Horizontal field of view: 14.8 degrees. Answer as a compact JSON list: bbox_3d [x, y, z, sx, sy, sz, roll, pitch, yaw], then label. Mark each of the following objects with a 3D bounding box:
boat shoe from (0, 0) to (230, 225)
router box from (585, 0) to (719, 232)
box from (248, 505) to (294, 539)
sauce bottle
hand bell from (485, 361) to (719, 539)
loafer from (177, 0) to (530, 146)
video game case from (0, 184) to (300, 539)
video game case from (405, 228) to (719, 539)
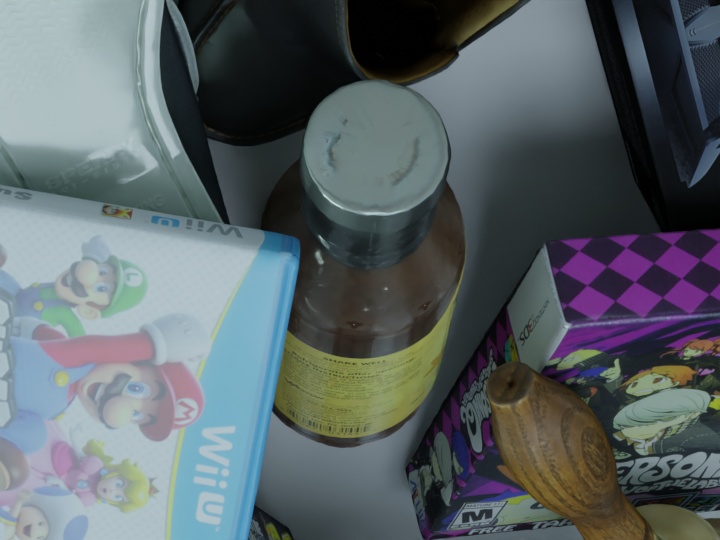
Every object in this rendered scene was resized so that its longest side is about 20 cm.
[{"bbox_3d":[-0.083,-0.056,0.787,0.075,0.060,0.201,-16,115,-6],"label":"boat shoe"},{"bbox_3d":[0.145,-0.109,0.856,0.156,0.052,0.201,-21,134,-1],"label":"router box"},{"bbox_3d":[-0.085,0.109,0.917,0.110,0.035,0.200,-25,164,4],"label":"box"},{"bbox_3d":[0.000,0.000,0.838,0.064,0.065,0.200,-13,164,-8],"label":"sauce bottle"},{"bbox_3d":[0.085,0.086,0.916,0.104,0.104,0.200,-28,141,6],"label":"hand bell"},{"bbox_3d":[0.002,-0.083,0.784,0.073,0.073,0.200,25,142,-21],"label":"loafer"},{"bbox_3d":[-0.126,0.041,0.782,0.199,0.018,0.144,10,112,-4],"label":"video game case"},{"bbox_3d":[0.132,0.037,0.953,0.199,0.036,0.181,-4,154,-17],"label":"video game case"}]
